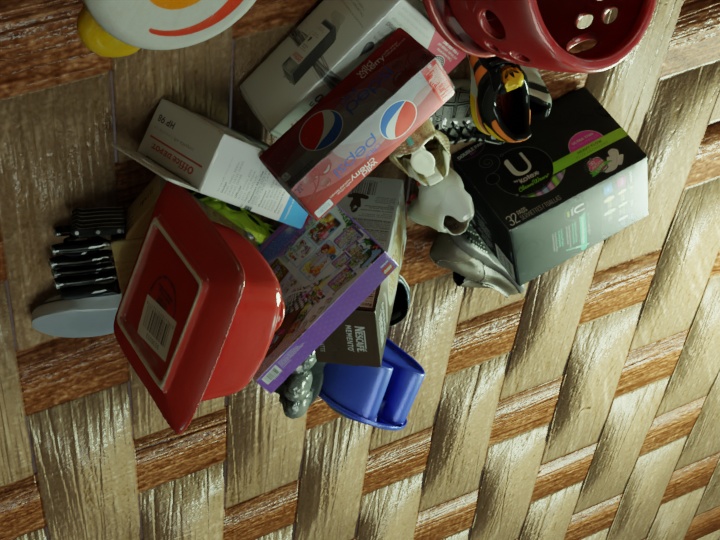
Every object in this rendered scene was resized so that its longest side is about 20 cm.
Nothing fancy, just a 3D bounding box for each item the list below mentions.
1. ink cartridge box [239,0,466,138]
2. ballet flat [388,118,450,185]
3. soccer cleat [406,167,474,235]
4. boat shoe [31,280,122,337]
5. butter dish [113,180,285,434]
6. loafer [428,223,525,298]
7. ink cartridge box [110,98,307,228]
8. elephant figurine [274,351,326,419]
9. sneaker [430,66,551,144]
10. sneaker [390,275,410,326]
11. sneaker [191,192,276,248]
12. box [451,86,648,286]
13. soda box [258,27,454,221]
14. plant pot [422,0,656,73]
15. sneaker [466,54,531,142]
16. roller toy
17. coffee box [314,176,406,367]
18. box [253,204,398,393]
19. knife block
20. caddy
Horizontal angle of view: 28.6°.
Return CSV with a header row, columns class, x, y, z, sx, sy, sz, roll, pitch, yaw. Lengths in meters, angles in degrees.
class,x,y,z,sx,sy,sz,roll,pitch,yaw
ink cartridge box,-0.008,-0.213,1.512,0.200,0.085,0.146,-42,144,14
ballet flat,0.064,-0.127,1.557,0.070,0.065,0.200,-27,164,11
soccer cleat,0.100,-0.073,1.722,0.069,0.078,0.200,-32,173,-4
boat shoe,-0.274,0.026,1.597,0.199,0.066,0.074,-10,151,1
butter dish,-0.144,0.038,1.444,0.147,0.200,0.200,6,118,-38
loafer,0.154,-0.012,1.905,0.071,0.073,0.200,-34,142,19
ink cartridge box,-0.147,-0.115,1.475,0.200,0.116,0.067,19,99,-49
elephant figurine,-0.142,0.090,1.742,0.155,0.199,0.142,-35,141,-68
sneaker,0.132,-0.181,1.660,0.200,0.088,0.076,-27,146,-8
sneaker,0.034,0.042,1.832,0.075,0.085,0.200,-39,156,4
sneaker,-0.143,-0.027,1.632,0.084,0.074,0.200,-43,145,6
box,0.242,-0.106,1.782,0.200,0.149,0.124,-29,144,-8
soda box,-0.002,-0.149,1.435,0.200,0.070,0.063,-42,139,-2
plant pot,0.176,-0.302,1.429,0.200,0.182,0.201,-7,102,-36
sneaker,0.152,-0.235,1.558,0.070,0.090,0.201,-22,116,-14
roller toy,-0.173,-0.292,1.235,0.200,0.140,0.183,-25,144,-11
coffee box,0.000,0.000,1.666,0.079,0.200,0.115,6,143,10
box,-0.072,0.020,1.565,0.200,0.137,0.039,-45,141,-1
knife block,-0.230,-0.007,1.527,0.200,0.064,0.176,35,108,-23
caddy,-0.012,0.136,1.834,0.141,0.200,0.105,15,106,-46
